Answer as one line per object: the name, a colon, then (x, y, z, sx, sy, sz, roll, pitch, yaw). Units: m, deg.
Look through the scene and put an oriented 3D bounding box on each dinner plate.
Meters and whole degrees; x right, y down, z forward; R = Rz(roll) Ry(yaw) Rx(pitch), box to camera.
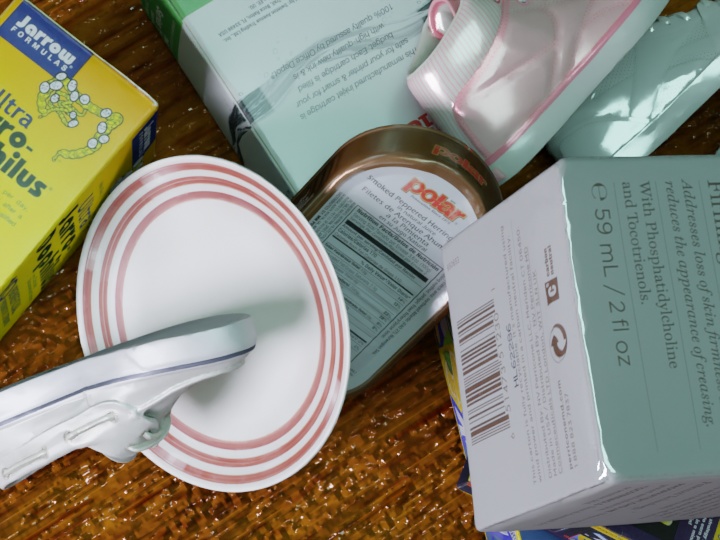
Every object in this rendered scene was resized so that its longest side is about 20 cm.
dinner plate: (-0.084, 0.030, 1.292, 0.200, 0.200, 0.024, 57, 34, 8)

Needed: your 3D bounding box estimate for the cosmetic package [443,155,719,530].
cosmetic package: (0.171, 0.040, 1.174, 0.199, 0.166, 0.168, -2, 75, -21)

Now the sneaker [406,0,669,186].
sneaker: (0.106, -0.151, 1.318, 0.105, 0.075, 0.200, 44, 68, -5)

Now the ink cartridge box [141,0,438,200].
ink cartridge box: (-0.024, -0.131, 1.369, 0.146, 0.083, 0.200, -31, 82, -13)

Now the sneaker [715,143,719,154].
sneaker: (0.291, -0.104, 1.372, 0.099, 0.078, 0.200, 29, 104, 20)

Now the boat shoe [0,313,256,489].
boat shoe: (-0.140, 0.078, 1.273, 0.200, 0.072, 0.066, -20, 93, 21)

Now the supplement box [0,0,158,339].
supplement box: (-0.223, -0.042, 1.307, 0.109, 0.109, 0.200, 37, 75, 3)

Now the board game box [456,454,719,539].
board game box: (0.168, 0.070, 1.294, 0.165, 0.057, 0.200, 28, 68, -11)

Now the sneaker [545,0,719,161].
sneaker: (0.181, -0.150, 1.407, 0.200, 0.074, 0.116, -42, 87, -14)

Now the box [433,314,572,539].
box: (0.096, 0.085, 1.336, 0.064, 0.070, 0.201, -12, 78, -14)

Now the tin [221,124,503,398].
tin: (0.000, 0.000, 1.295, 0.112, 0.200, 0.042, 34, 32, -16)
